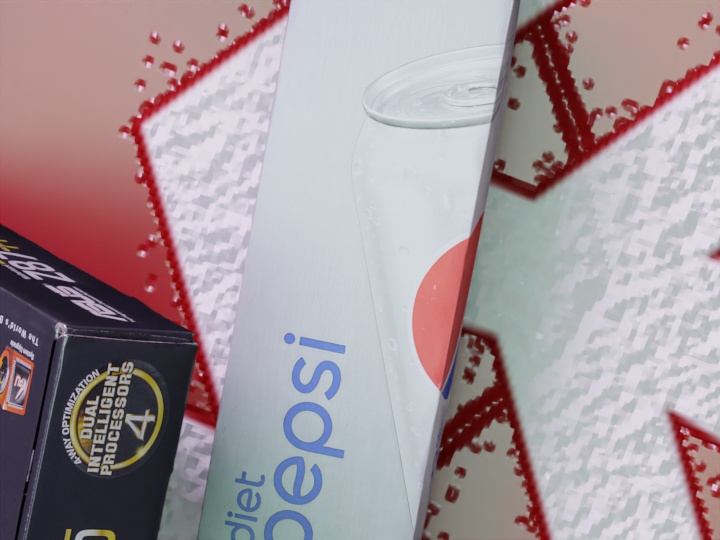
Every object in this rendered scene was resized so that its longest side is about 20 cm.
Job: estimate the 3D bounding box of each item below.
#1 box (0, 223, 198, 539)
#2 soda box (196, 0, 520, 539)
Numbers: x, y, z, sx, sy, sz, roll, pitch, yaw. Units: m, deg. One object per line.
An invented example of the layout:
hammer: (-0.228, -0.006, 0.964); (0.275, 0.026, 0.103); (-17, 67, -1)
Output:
box: (-0.127, 0.066, 0.826); (0.049, 0.200, 0.162); (4, 104, -35)
soda box: (0.000, 0.000, 0.862); (0.068, 0.063, 0.201); (11, 99, 3)
